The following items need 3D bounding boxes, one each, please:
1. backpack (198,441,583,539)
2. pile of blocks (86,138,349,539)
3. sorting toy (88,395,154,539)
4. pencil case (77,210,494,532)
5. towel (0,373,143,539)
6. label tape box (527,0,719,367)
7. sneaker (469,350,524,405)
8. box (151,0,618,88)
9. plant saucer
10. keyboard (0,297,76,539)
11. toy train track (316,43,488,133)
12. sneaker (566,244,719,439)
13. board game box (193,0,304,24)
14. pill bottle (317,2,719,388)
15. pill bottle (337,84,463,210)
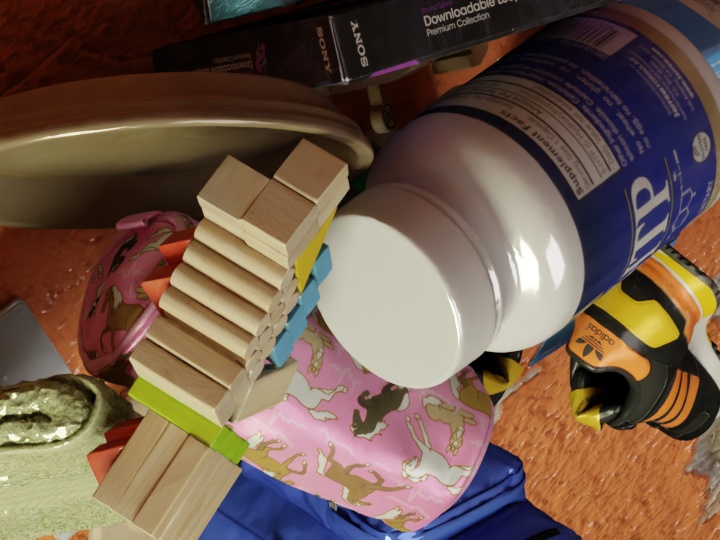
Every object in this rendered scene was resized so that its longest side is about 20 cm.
[{"bbox_3d":[0.022,0.162,1.573,0.162,0.200,0.168,-29,142,-31],"label":"backpack"},{"bbox_3d":[-0.065,0.026,1.293,0.200,0.062,0.082,-65,162,17],"label":"pile of blocks"},{"bbox_3d":[-0.079,0.115,1.622,0.185,0.036,0.200,-29,141,-32],"label":"sorting toy"},{"bbox_3d":[-0.036,0.046,1.388,0.200,0.087,0.083,28,119,-27],"label":"pencil case"},{"bbox_3d":[-0.180,0.098,1.388,0.200,0.037,0.148,-13,156,18],"label":"towel"},{"bbox_3d":[0.141,-0.061,1.621,0.143,0.066,0.200,-30,151,-51],"label":"label tape box"},{"bbox_3d":[0.055,0.047,1.649,0.070,0.090,0.200,-40,149,-8],"label":"sneaker"},{"bbox_3d":[0.023,-0.117,1.380,0.200,0.143,0.036,-21,100,-37],"label":"box"},{"bbox_3d":[-0.094,-0.052,1.307,0.200,0.030,0.200,-4,169,-1],"label":"plant saucer"},{"bbox_3d":[-0.161,0.078,1.508,0.056,0.011,0.200,-44,150,-12],"label":"keyboard"},{"bbox_3d":[0.006,-0.084,1.437,0.200,0.115,0.033,-25,103,-56],"label":"toy train track"},{"bbox_3d":[0.145,0.054,1.613,0.090,0.070,0.200,-45,156,-13],"label":"sneaker"},{"bbox_3d":[-0.015,-0.205,1.238,0.135,0.028,0.200,-13,128,-10],"label":"board game box"},{"bbox_3d":[0.073,-0.032,1.385,0.200,0.120,0.120,-37,151,-37],"label":"pill bottle"},{"bbox_3d":[0.000,0.000,1.503,0.200,0.113,0.113,-37,149,-14],"label":"pill bottle"}]
